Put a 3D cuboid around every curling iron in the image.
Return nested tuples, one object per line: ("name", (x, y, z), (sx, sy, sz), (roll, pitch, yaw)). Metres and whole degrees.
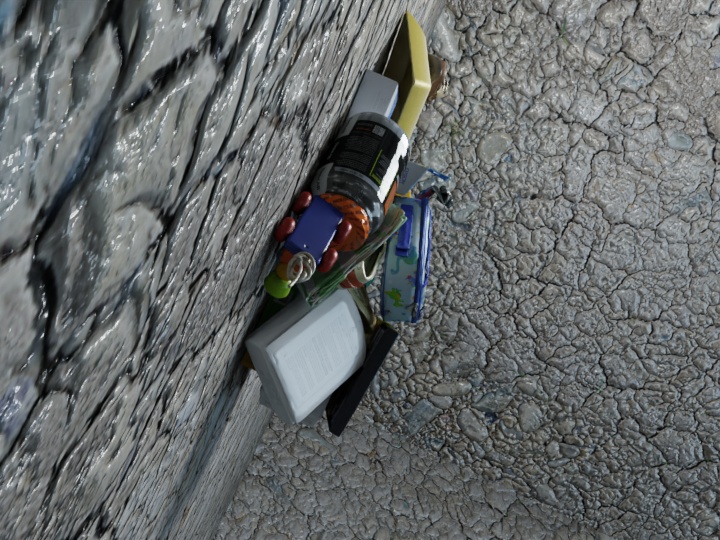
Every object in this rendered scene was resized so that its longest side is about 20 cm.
("curling iron", (0.120, -0.126, 1.346), (0.025, 0.050, 0.200), (-37, -172, -13))

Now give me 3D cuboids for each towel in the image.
("towel", (-0.027, -0.044, 1.161), (0.200, 0.023, 0.153), (-42, -150, 1))

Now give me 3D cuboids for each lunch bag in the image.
("lunch bag", (0.079, -0.021, 1.283), (0.162, 0.081, 0.202), (91, 5, -49))

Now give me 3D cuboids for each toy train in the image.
("toy train", (-0.091, -0.005, 0.964), (0.116, 0.084, 0.201), (-49, -170, 36))

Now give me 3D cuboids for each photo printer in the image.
("photo printer", (-0.076, 0.122, 1.186), (0.200, 0.069, 0.168), (-39, 124, -32))

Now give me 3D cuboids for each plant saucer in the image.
("plant saucer", (0.087, -0.351, 1.413), (0.201, 0.048, 0.202), (114, -22, -54))

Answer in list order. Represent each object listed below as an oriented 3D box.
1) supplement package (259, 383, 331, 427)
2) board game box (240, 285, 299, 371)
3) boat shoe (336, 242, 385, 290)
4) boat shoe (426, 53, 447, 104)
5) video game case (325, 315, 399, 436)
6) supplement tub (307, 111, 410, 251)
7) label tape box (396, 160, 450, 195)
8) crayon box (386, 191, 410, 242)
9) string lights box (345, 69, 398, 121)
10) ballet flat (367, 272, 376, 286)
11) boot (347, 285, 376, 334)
("supplement package", (-0.109, 0.202, 1.352), (0.200, 0.118, 0.122), (116, -2, -72))
("board game box", (-0.152, 0.102, 1.301), (0.200, 0.040, 0.155), (114, 0, -82))
("boat shoe", (0.015, -0.050, 1.206), (0.062, 0.071, 0.201), (-17, -145, 40))
("boat shoe", (0.139, -0.377, 1.464), (0.200, 0.071, 0.077), (-170, -94, -78))
("video game case", (-0.001, 0.180, 1.306), (0.202, 0.025, 0.181), (-60, -174, 0))
("supplement tub", (-0.006, -0.133, 1.110), (0.123, 0.121, 0.201), (114, 0, -51))
("label tape box", (0.055, -0.173, 1.321), (0.143, 0.198, 0.067), (-61, 173, -83))
("crayon box", (0.033, -0.150, 1.434), (0.051, 0.125, 0.202), (115, -19, -51))
("string lights box", (0.021, -0.272, 1.271), (0.200, 0.058, 0.104), (-68, -179, -84))
("ballet flat", (-0.058, 0.048, 1.391), (0.200, 0.069, 0.071), (-42, -139, -1))
("boot", (0.000, 0.000, 1.299), (0.156, 0.072, 0.201), (-59, 135, -31))
